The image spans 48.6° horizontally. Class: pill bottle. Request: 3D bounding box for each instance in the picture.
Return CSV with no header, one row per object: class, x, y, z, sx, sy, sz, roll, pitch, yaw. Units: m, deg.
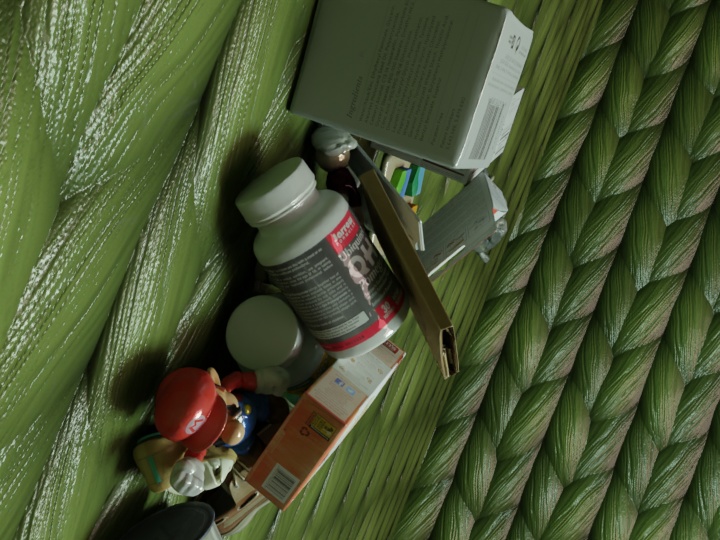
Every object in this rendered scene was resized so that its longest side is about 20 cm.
pill bottle,-0.042,-0.014,0.833,0.200,0.111,0.111,56,46,-23
pill bottle,-0.085,0.088,0.951,0.113,0.113,0.200,-67,164,-8

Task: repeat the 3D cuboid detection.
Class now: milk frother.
milk frother,-0.222,0.372,0.849,0.200,0.180,0.188,-27,105,-26

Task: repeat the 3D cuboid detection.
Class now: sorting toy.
sorting toy,0.064,-0.110,1.322,0.185,0.036,0.200,-32,140,-65

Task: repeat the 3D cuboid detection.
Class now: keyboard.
keyboard,0.019,-0.105,0.945,0.011,0.200,0.056,-25,145,-16

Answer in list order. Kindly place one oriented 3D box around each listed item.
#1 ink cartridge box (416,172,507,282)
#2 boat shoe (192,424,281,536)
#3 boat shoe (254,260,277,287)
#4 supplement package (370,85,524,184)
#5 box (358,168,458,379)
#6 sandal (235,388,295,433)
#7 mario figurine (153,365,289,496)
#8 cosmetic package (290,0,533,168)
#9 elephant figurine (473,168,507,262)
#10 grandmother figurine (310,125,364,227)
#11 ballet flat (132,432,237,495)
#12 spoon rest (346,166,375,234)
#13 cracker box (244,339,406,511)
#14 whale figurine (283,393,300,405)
ink cartridge box,0.122,-0.031,1.044,0.163,0.057,0.200,-41,-158,20
boat shoe,-0.140,0.254,0.977,0.072,0.076,0.200,18,114,-50
boat shoe,-0.056,-0.014,0.997,0.200,0.068,0.075,-35,143,-63
supplement package,0.131,-0.228,1.178,0.200,0.156,0.111,-41,151,-58
box,0.055,0.007,0.878,0.021,0.200,0.164,-24,155,-2
sandal,-0.125,0.172,1.013,0.080,0.057,0.201,-28,145,-1
mario figurine,-0.127,0.159,0.800,0.200,0.106,0.124,41,39,-67
cosmetic package,0.059,-0.219,0.877,0.165,0.200,0.165,-21,130,-69
elephant figurine,0.288,-0.155,1.860,0.155,0.141,0.200,-44,-153,52
grandmother figurine,-0.019,-0.073,0.937,0.121,0.060,0.200,-158,-124,-86
ballet flat,-0.182,0.214,0.870,0.069,0.063,0.200,-26,162,11
spoon rest,0.021,-0.095,1.120,0.061,0.099,0.200,-55,154,-3
cracker box,-0.033,0.157,0.883,0.134,0.058,0.200,-57,172,25
whale figurine,-0.060,0.132,1.163,0.159,0.104,0.200,79,11,-60
